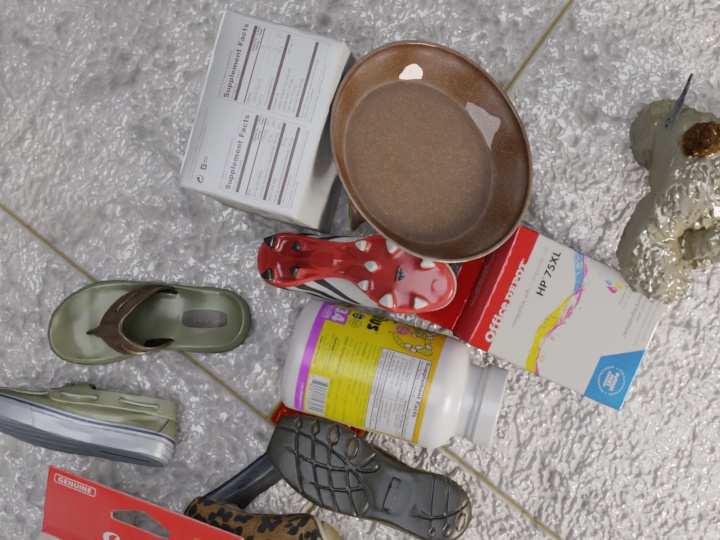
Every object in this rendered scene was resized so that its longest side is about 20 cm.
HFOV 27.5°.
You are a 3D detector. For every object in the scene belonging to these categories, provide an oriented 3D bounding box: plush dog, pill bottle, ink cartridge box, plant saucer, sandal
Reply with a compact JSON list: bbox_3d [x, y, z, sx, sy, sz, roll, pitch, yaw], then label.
[{"bbox_3d":[0.333,-0.067,1.282,0.170,0.161,0.202,18,62,-14],"label":"plush dog"},{"bbox_3d":[0.033,0.101,1.351,0.197,0.104,0.106,15,91,7],"label":"pill bottle"},{"bbox_3d":[-0.218,0.290,1.366,0.198,0.045,0.178,19,125,7],"label":"ink cartridge box"},{"bbox_3d":[0.057,-0.099,1.276,0.198,0.037,0.203,9,70,-24],"label":"plant saucer"},{"bbox_3d":[0.162,0.032,1.327,0.198,0.067,0.117,23,92,-12],"label":"ink cartridge box"},{"bbox_3d":[-0.205,0.046,1.406,0.198,0.057,0.081,-5,88,7],"label":"sandal"}]

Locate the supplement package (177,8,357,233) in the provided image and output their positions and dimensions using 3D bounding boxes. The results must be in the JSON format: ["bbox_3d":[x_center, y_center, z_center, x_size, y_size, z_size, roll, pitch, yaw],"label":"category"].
[{"bbox_3d":[-0.072,-0.128,1.321,0.109,0.200,0.158,15,90,7],"label":"supplement package"}]

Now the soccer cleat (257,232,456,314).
[{"bbox_3d":[0.000,0.000,1.352,0.197,0.085,0.070,6,89,22],"label":"soccer cleat"}]

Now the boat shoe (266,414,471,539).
[{"bbox_3d":[0.006,0.198,1.365,0.198,0.074,0.076,27,82,1],"label":"boat shoe"}]

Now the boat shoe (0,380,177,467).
[{"bbox_3d":[-0.270,0.140,1.416,0.197,0.072,0.063,13,66,4],"label":"boat shoe"}]

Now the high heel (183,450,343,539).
[{"bbox_3d":[-0.087,0.272,1.354,0.142,0.072,0.201,-36,52,1],"label":"high heel"}]

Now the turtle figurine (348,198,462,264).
[{"bbox_3d":[0.068,-0.072,1.359,0.159,0.064,0.203,-3,90,-3],"label":"turtle figurine"}]
